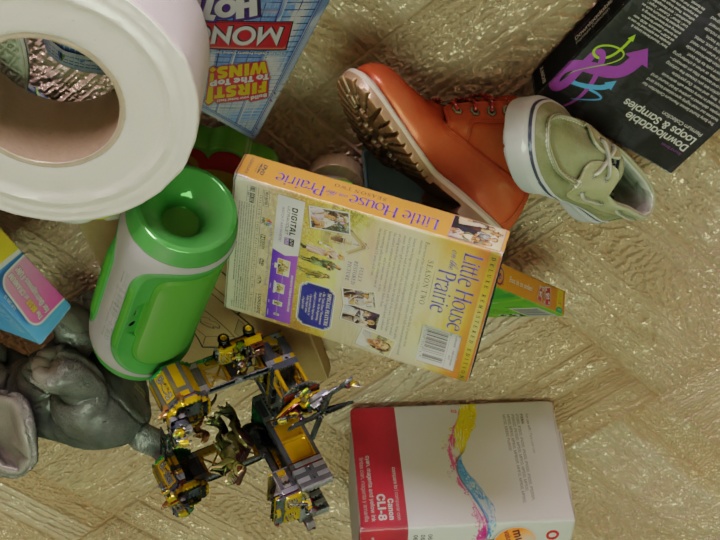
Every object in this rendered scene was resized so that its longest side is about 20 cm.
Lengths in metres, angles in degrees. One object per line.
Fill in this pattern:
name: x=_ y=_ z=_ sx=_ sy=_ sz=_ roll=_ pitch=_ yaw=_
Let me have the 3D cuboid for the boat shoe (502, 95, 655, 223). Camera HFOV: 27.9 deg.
boat shoe: x=0.168 y=-0.083 z=1.095 sx=0.062 sy=0.072 sz=0.200 roll=2 pitch=169 yaw=30

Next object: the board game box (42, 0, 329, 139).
board game box: x=-0.111 y=-0.181 z=0.990 sx=0.199 sy=0.062 sz=0.200 roll=-3 pitch=137 yaw=-20

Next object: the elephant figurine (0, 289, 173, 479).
elephant figurine: x=-0.287 y=0.106 z=1.246 sx=0.199 sy=0.156 sz=0.141 roll=-22 pitch=152 yaw=20

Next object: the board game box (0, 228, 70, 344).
board game box: x=-0.329 y=-0.034 z=1.099 sx=0.153 sy=0.040 sz=0.200 roll=14 pitch=150 yaw=41

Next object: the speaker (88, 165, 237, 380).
speaker: x=-0.150 y=0.007 z=1.080 sx=0.088 sy=0.089 sz=0.200 roll=10 pitch=147 yaw=-15

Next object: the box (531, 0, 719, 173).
box: x=0.243 y=-0.173 z=1.073 sx=0.143 sy=0.036 sz=0.200 roll=26 pitch=126 yaw=-26

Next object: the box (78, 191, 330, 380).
box: x=-0.125 y=0.017 z=1.176 sx=0.163 sy=0.021 sz=0.200 roll=-1 pitch=135 yaw=19

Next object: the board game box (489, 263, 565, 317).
board game box: x=0.078 y=0.009 z=1.169 sx=0.095 sy=0.030 sz=0.200 roll=-2 pitch=169 yaw=34

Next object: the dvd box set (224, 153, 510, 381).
dvd box set: x=0.000 y=0.000 z=1.067 sx=0.199 sy=0.029 sz=0.147 roll=16 pitch=138 yaw=7

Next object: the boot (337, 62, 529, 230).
boot: x=0.066 y=-0.108 z=1.091 sx=0.107 sy=0.075 sz=0.200 roll=-52 pitch=128 yaw=-5

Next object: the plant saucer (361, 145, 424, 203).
plant saucer: x=0.036 y=-0.036 z=1.193 sx=0.070 sy=0.019 sz=0.200 roll=-18 pitch=137 yaw=-13

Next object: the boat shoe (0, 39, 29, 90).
boat shoe: x=-0.266 y=-0.177 z=0.988 sx=0.074 sy=0.062 sz=0.201 roll=-5 pitch=123 yaw=-10

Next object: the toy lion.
toy lion: x=-0.098 y=-0.030 z=1.174 sx=0.191 sy=0.069 sz=0.200 roll=7 pitch=135 yaw=-2

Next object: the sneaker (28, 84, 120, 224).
sneaker: x=-0.239 y=-0.096 z=1.068 sx=0.199 sy=0.076 sz=0.105 roll=2 pitch=131 yaw=7

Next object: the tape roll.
tape roll: x=-0.199 y=-0.128 z=0.929 sx=0.201 sy=0.071 sz=0.203 roll=1 pitch=134 yaw=1

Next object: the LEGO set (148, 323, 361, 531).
LEGO set: x=-0.090 y=0.149 z=1.165 sx=0.153 sy=0.116 sz=0.200 roll=-15 pitch=145 yaw=-27

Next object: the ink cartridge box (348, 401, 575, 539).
ink cartridge box: x=0.092 y=0.225 z=1.378 sx=0.199 sy=0.145 sz=0.146 roll=-3 pitch=135 yaw=-4
